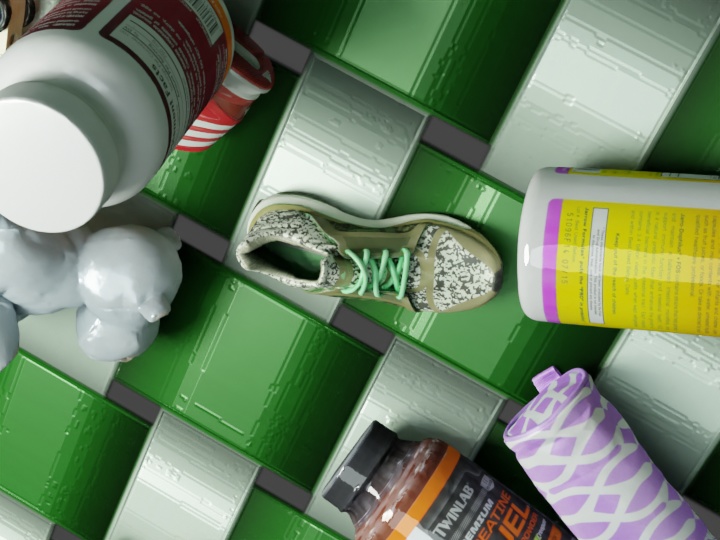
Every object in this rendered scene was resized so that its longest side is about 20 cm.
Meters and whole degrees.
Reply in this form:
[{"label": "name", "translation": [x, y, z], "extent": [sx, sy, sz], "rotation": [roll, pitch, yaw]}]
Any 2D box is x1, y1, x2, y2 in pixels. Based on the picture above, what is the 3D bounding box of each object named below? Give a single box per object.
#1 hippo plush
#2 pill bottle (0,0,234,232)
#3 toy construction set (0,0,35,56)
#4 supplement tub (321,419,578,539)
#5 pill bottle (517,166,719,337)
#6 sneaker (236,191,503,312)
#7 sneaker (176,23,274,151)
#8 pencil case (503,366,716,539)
[{"label": "hippo plush", "translation": [-0.218, -0.013, 0.968], "extent": [0.160, 0.159, 0.200], "rotation": [7, 132, -17]}, {"label": "pill bottle", "translation": [-0.158, -0.110, 0.782], "extent": [0.113, 0.200, 0.113], "rotation": [8, 124, 11]}, {"label": "toy construction set", "translation": [-0.319, -0.171, 0.954], "extent": [0.131, 0.092, 0.200], "rotation": [17, 125, 12]}, {"label": "supplement tub", "translation": [0.070, 0.198, 0.948], "extent": [0.200, 0.107, 0.107], "rotation": [35, 117, 3]}, {"label": "pill bottle", "translation": [0.207, -0.011, 0.823], "extent": [0.200, 0.104, 0.104], "rotation": [5, 111, 17]}, {"label": "sneaker", "translation": [0.000, 0.000, 0.905], "extent": [0.200, 0.089, 0.077], "rotation": [9, 112, 15]}, {"label": "sneaker", "translation": [-0.168, -0.162, 0.908], "extent": [0.200, 0.078, 0.116], "rotation": [44, 116, 0]}, {"label": "pencil case", "translation": [0.187, 0.164, 0.907], "extent": [0.084, 0.086, 0.200], "rotation": [-33, 98, 30]}]
